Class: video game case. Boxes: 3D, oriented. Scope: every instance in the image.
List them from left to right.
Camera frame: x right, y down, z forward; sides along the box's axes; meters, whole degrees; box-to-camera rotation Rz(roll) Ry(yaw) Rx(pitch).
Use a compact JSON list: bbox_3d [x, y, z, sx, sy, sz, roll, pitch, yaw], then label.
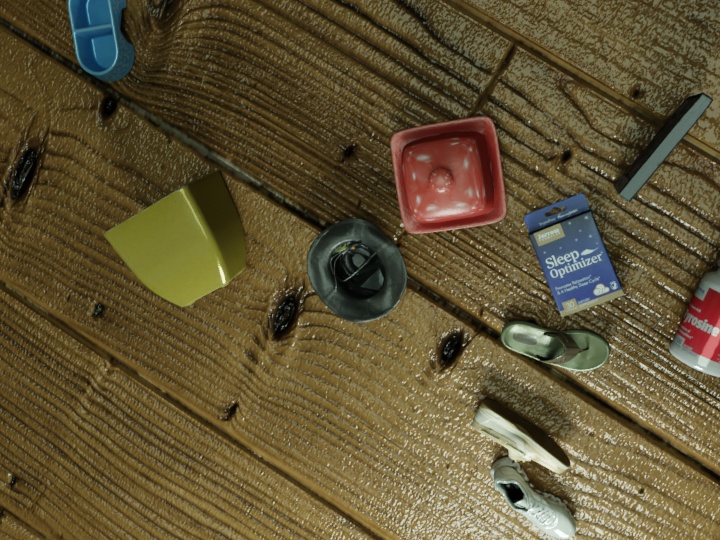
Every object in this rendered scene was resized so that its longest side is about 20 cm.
[{"bbox_3d":[0.498,-0.205,1.403,0.025,0.181,0.200,38,106,6],"label":"video game case"}]

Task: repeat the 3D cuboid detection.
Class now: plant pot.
[{"bbox_3d":[-0.329,-0.050,1.626,0.195,0.194,0.200,-28,99,16],"label":"plant pot"}]

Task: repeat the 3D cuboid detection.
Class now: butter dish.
[{"bbox_3d":[0.151,-0.165,1.509,0.200,0.148,0.200,-7,99,14],"label":"butter dish"}]

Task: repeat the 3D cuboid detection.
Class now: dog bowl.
[{"bbox_3d":[-0.515,-0.475,1.657,0.111,0.050,0.200,-5,98,14],"label":"dog bowl"}]

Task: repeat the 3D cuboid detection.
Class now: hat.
[{"bbox_3d":[0.000,0.000,1.610,0.200,0.081,0.201,0,92,15],"label":"hat"}]

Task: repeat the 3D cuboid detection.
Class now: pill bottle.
[{"bbox_3d":[0.628,0.074,1.460,0.112,0.112,0.200,22,104,8],"label":"pill bottle"}]

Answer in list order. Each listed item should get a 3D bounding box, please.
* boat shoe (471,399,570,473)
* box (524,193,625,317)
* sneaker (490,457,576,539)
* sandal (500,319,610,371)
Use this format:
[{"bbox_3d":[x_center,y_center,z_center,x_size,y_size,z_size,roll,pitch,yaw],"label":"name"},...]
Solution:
[{"bbox_3d":[0.303,0.328,1.606,0.200,0.074,0.069,35,109,15],"label":"boat shoe"},{"bbox_3d":[0.388,-0.028,1.539,0.121,0.032,0.200,-22,94,16],"label":"box"},{"bbox_3d":[0.329,0.450,1.615,0.200,0.081,0.075,40,104,2],"label":"sneaker"},{"bbox_3d":[0.359,0.145,1.563,0.201,0.057,0.080,9,102,11],"label":"sandal"}]
